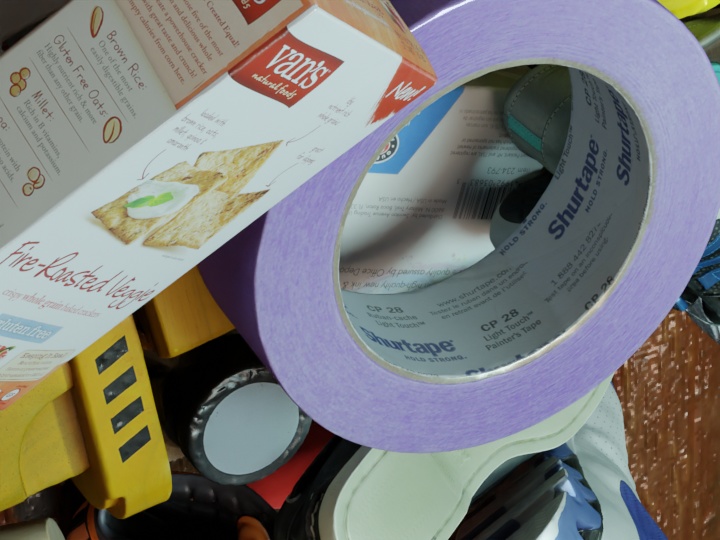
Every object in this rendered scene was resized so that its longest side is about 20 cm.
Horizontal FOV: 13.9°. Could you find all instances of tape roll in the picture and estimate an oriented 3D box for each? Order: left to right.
[{"bbox_3d":[0.038,-0.032,1.112,0.199,0.066,0.201,-15,126,-21],"label":"tape roll"}]

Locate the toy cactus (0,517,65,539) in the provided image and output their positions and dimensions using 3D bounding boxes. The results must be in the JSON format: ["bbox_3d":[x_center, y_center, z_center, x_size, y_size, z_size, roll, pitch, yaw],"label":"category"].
[{"bbox_3d":[-0.197,0.137,1.203,0.164,0.103,0.200,-20,142,5],"label":"toy cactus"}]

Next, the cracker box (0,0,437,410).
[{"bbox_3d":[-0.083,-0.035,0.974,0.200,0.058,0.134,-37,164,11],"label":"cracker box"}]

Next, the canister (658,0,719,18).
[{"bbox_3d":[0.092,-0.193,1.163,0.200,0.086,0.149,14,101,-55],"label":"canister"}]

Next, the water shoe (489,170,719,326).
[{"bbox_3d":[0.147,-0.010,1.267,0.199,0.071,0.079,-12,111,-27],"label":"water shoe"}]

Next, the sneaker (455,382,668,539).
[{"bbox_3d":[0.099,0.122,1.308,0.080,0.200,0.115,-36,106,18],"label":"sneaker"}]

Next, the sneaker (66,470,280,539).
[{"bbox_3d":[-0.038,0.158,1.252,0.199,0.112,0.078,32,64,-2],"label":"sneaker"}]

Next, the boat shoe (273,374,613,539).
[{"bbox_3d":[0.035,0.065,1.243,0.075,0.066,0.199,54,53,-18],"label":"boat shoe"}]

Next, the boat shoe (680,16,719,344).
[{"bbox_3d":[0.147,-0.053,1.331,0.062,0.072,0.200,-32,126,-8],"label":"boat shoe"}]

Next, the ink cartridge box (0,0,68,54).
[{"bbox_3d":[-0.131,-0.095,1.052,0.116,0.200,0.068,-29,128,-13],"label":"ink cartridge box"}]

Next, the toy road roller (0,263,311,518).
[{"bbox_3d":[-0.116,0.009,1.172,0.145,0.123,0.201,-24,127,-18],"label":"toy road roller"}]

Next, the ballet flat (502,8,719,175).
[{"bbox_3d":[0.143,-0.085,1.251,0.199,0.064,0.068,-18,125,-36],"label":"ballet flat"}]

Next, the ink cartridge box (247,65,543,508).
[{"bbox_3d":[0.000,0.000,1.273,0.116,0.067,0.201,1,116,-33],"label":"ink cartridge box"}]
